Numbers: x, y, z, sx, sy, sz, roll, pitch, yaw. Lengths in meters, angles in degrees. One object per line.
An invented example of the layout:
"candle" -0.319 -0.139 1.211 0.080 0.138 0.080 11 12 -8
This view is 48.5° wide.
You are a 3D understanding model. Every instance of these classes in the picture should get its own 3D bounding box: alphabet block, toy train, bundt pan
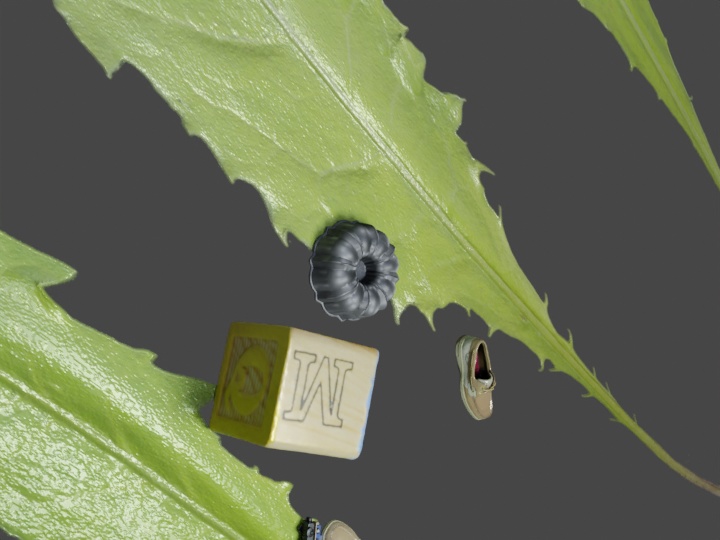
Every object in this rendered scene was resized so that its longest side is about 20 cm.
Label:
"alphabet block" -0.115 0.206 1.379 0.199 0.195 0.198 19 77 -40
"toy train" -0.095 0.564 1.500 0.046 0.034 0.202 5 88 -44
"bundt pan" 0.000 0.000 1.550 0.201 0.076 0.203 0 90 -41

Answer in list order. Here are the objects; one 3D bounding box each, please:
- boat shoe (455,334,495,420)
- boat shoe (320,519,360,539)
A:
"boat shoe" 0.264 0.243 1.782 0.074 0.066 0.201 -26 107 -37
"boat shoe" -0.006 0.563 1.555 0.072 0.065 0.201 -45 118 -31
